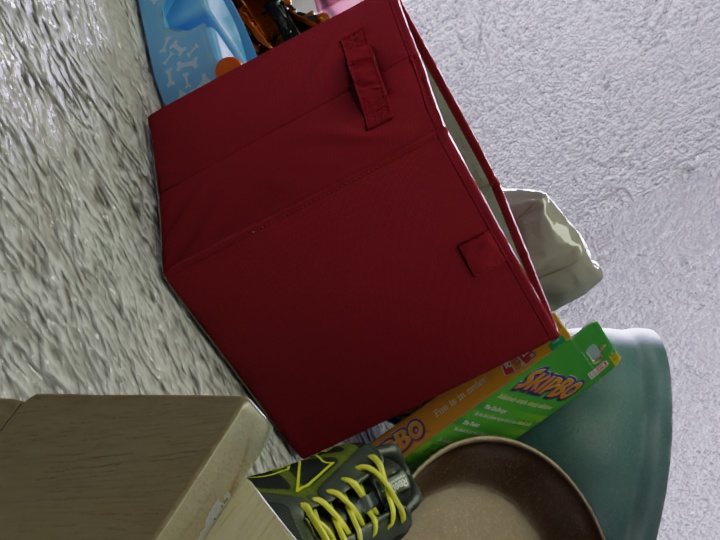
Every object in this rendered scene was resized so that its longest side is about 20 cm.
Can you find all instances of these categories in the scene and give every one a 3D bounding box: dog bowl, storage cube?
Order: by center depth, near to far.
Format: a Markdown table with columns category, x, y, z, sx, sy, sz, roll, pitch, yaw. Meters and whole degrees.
| category | x | y | z | sx | sy | sz | roll | pitch | yaw |
| --- | --- | --- | --- | --- | --- | --- | --- | --- | --- |
| storage cube | -0.007 | -0.027 | 1.000 | 0.201 | 0.179 | 0.172 | 58 | 11 | -38 |
| dog bowl | -0.110 | -0.147 | 1.161 | 0.112 | 0.049 | 0.201 | 55 | 12 | -45 |

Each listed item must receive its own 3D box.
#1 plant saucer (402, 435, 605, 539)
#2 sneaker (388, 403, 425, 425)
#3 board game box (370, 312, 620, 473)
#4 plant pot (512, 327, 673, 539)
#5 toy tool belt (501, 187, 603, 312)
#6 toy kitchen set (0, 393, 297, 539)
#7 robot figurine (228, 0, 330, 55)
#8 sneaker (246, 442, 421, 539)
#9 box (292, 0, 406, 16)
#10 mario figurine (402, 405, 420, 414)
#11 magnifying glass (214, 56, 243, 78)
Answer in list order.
| category | x | y | z | sx | sy | sz | roll | pitch | yaw |
| --- | --- | --- | --- | --- | --- | --- | --- | --- | --- |
| plant saucer | 0.078 | 0.205 | 1.018 | 0.199 | 0.037 | 0.202 | 10 | 73 | -35 |
| sneaker | 0.046 | 0.092 | 1.251 | 0.200 | 0.066 | 0.079 | 18 | 39 | -56 |
| board game box | 0.072 | 0.096 | 1.045 | 0.030 | 0.199 | 0.096 | 59 | 6 | 26 |
| plant pot | 0.126 | 0.130 | 1.159 | 0.200 | 0.133 | 0.202 | -170 | -90 | -85 |
| toy tool belt | 0.085 | 0.002 | 1.224 | 0.125 | 0.123 | 0.200 | 52 | -8 | -9 |
| toy kitchen set | -0.087 | 0.157 | 0.370 | 0.164 | 0.179 | 0.201 | 55 | 52 | -29 |
| robot figurine | -0.085 | -0.217 | 1.299 | 0.200 | 0.058 | 0.145 | 48 | -9 | -17 |
| sneaker | -0.020 | 0.119 | 0.819 | 0.075 | 0.084 | 0.200 | 63 | 9 | 0 |
| box | 0.002 | -0.365 | 1.931 | 0.110 | 0.199 | 0.128 | 65 | 9 | 9 |
| mario figurine | 0.000 | 0.000 | 1.144 | 0.106 | 0.122 | 0.201 | 115 | -18 | -46 |
| magnifying glass | -0.058 | -0.106 | 1.129 | 0.200 | 0.022 | 0.080 | 39 | 27 | -74 |
